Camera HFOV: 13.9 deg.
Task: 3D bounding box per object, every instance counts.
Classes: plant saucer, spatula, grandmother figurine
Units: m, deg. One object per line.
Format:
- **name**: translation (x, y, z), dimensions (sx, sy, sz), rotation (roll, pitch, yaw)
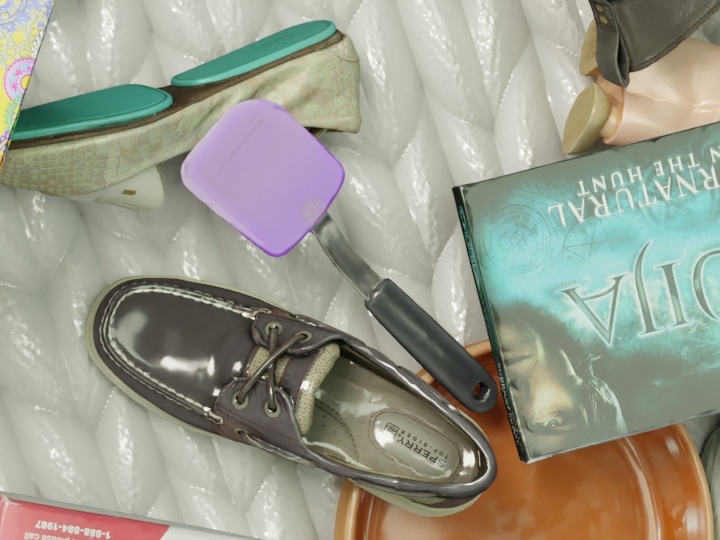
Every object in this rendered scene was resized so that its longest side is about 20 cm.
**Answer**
- **plant saucer**: translation (0.077, 0.131, 1.422), dimensions (0.200, 0.032, 0.201), rotation (1, 89, -24)
- **spatula**: translation (0.000, 0.000, 1.347), dimensions (0.057, 0.021, 0.200), rotation (-51, 120, -11)
- **grandmother figurine**: translation (0.204, -0.074, 1.447), dimensions (0.200, 0.061, 0.122), rotation (16, 90, -12)

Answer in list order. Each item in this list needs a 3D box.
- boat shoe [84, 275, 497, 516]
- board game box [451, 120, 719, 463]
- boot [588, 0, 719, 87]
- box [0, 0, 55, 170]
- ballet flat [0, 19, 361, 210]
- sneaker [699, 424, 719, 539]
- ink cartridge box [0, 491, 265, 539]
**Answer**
- **boat shoe**: translation (-0.027, 0.053, 1.337), dimensions (0.200, 0.065, 0.072), rotation (27, 75, -7)
- **board game box**: translation (0.155, 0.002, 1.396), dimensions (0.200, 0.028, 0.136), rotation (-15, 92, -6)
- **boot**: translation (0.144, -0.206, 1.369), dimensions (0.200, 0.069, 0.174), rotation (-48, 129, -9)
- **box**: translation (-0.240, -0.078, 1.167), dimensions (0.200, 0.193, 0.122), rotation (19, 82, -12)
- **ballet flat**: translation (-0.083, -0.058, 1.332), dimensions (0.200, 0.067, 0.062), rotation (-19, 107, -24)
- **sneaker**: translation (0.222, 0.053, 1.460), dimensions (0.077, 0.085, 0.201), rotation (7, 86, -25)
- **ink cartridge box**: translation (-0.126, 0.201, 1.263), dimensions (0.145, 0.145, 0.200), rotation (13, 84, -25)
